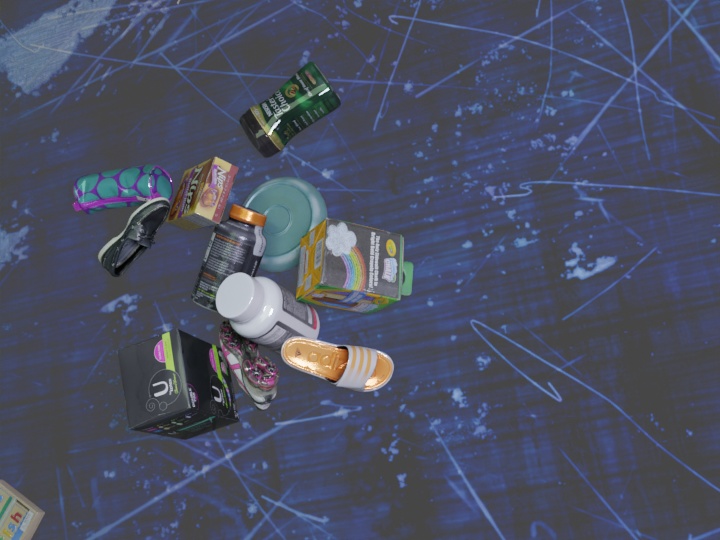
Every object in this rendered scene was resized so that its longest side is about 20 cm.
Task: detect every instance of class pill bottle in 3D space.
[{"bbox_3d":[-0.166,0.078,1.395,0.110,0.200,0.112,-12,63,25],"label":"pill bottle"},{"bbox_3d":[-0.243,-0.022,1.489,0.105,0.106,0.202,22,94,22],"label":"pill bottle"}]

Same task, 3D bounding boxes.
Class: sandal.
[{"bbox_3d":[-0.039,0.168,1.371,0.204,0.059,0.080,13,90,-10],"label":"sandal"}]

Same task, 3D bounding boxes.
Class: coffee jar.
[{"bbox_3d":[-0.144,-0.323,1.583,0.199,0.085,0.105,-37,66,4],"label":"coffee jar"}]

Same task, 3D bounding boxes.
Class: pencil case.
[{"bbox_3d":[-0.502,-0.169,1.649,0.198,0.086,0.093,-6,44,17],"label":"pencil case"}]

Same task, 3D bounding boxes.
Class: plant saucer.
[{"bbox_3d":[-0.163,-0.097,1.552,0.198,0.027,0.203,-5,73,15],"label":"plant saucer"}]

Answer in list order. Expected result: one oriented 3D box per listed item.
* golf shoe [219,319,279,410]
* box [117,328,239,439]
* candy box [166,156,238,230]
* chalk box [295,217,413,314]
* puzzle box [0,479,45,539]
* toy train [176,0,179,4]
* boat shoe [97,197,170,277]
[{"bbox_3d":[-0.217,0.173,1.458,0.072,0.093,0.200,-8,40,-29],"label":"golf shoe"},{"bbox_3d":[-0.324,0.211,1.413,0.123,0.200,0.150,-20,68,11],"label":"box"},{"bbox_3d":[-0.313,-0.147,1.536,0.199,0.056,0.118,-3,66,59],"label":"candy box"},{"bbox_3d":[0.000,0.000,1.398,0.198,0.124,0.126,13,70,-24],"label":"chalk box"},{"bbox_3d":[-0.720,0.532,1.534,0.132,0.025,0.201,24,82,23],"label":"puzzle box"},{"bbox_3d":[-0.423,-0.706,1.797,0.115,0.085,0.202,15,78,32],"label":"toy train"},{"bbox_3d":[-0.455,-0.063,1.603,0.199,0.074,0.066,-40,61,8],"label":"boat shoe"}]
